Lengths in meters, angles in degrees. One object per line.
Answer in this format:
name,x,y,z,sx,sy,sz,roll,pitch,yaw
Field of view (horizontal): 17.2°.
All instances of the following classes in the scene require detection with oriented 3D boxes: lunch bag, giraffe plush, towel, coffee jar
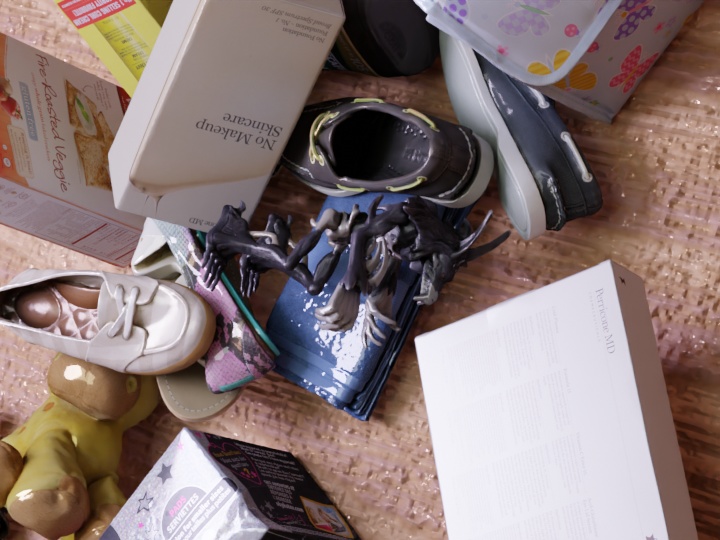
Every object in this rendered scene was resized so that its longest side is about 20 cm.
lunch bag,0.140,-0.206,1.565,0.170,0.199,0.127,-51,53,13
giraffe plush,-0.207,0.119,1.786,0.163,0.172,0.200,-60,16,-7
towel,0.005,-0.003,1.705,0.111,0.048,0.201,28,95,39
coffee jar,-0.034,-0.193,1.750,0.199,0.104,0.086,3,55,38

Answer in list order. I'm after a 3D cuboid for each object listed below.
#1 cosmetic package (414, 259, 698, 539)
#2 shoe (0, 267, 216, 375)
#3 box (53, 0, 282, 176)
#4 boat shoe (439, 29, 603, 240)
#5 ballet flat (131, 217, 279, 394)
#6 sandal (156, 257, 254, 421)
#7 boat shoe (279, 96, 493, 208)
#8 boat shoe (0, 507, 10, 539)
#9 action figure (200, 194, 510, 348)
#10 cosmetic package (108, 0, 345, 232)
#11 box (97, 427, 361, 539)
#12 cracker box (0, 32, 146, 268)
cosmetic package,0.122,0.114,1.493,0.150,0.052,0.202,-23,63,30
shoe,-0.192,0.035,1.706,0.199,0.053,0.071,5,85,35
box,-0.135,-0.149,1.758,0.075,0.200,0.050,-16,32,39
boat shoe,0.108,-0.106,1.651,0.060,0.076,0.201,-15,58,-11
ballet flat,-0.124,0.007,1.731,0.071,0.069,0.201,-29,55,1
sandal,-0.117,0.043,1.783,0.077,0.070,0.213,-4,51,-4
boat shoe,0.002,-0.089,1.658,0.200,0.060,0.072,10,83,44
boat shoe,-0.306,0.196,1.874,0.068,0.072,0.202,1,89,36
action figure,0.000,0.000,1.610,0.198,0.119,0.103,1,76,26
cosmetic package,-0.097,-0.129,1.673,0.073,0.103,0.201,-104,33,-51
box,-0.117,0.226,1.678,0.201,0.132,0.115,-53,55,13
cracker box,-0.236,-0.093,1.815,0.057,0.199,0.135,-27,63,26
